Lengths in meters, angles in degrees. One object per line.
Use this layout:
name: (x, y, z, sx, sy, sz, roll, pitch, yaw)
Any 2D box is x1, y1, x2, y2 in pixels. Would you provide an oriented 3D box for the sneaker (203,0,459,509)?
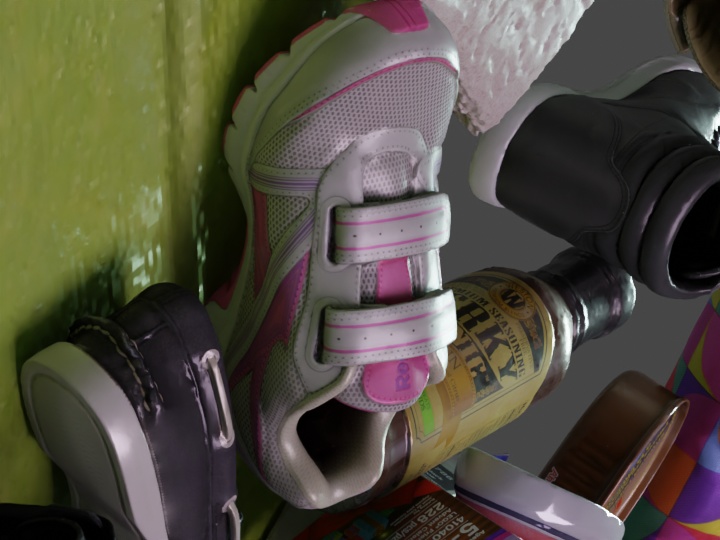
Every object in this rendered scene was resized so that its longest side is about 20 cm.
sneaker: (0.000, 0.000, 0.941, 0.081, 0.088, 0.201, -14, 135, -32)

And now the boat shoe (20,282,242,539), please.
boat shoe: (-0.070, 0.083, 0.965, 0.060, 0.074, 0.201, -37, 142, -24)

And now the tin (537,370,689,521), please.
tin: (0.091, 0.137, 1.340, 0.201, 0.042, 0.112, -55, 162, -8)

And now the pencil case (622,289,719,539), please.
pencil case: (0.198, 0.062, 1.410, 0.088, 0.088, 0.201, -11, 131, -57)

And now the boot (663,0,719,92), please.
boot: (0.193, -0.103, 1.100, 0.154, 0.072, 0.201, -36, 131, -31)

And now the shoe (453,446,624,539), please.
shoe: (0.065, 0.139, 1.169, 0.091, 0.071, 0.200, -63, 164, -8)

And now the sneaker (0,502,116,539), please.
sneaker: (-0.076, 0.138, 0.907, 0.071, 0.199, 0.100, -101, -151, -61)

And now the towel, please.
towel: (0.053, -0.135, 0.956, 0.133, 0.034, 0.200, -51, 156, -6)

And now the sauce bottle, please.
sauce bottle: (0.042, 0.035, 1.116, 0.200, 0.065, 0.065, -28, 145, -48)

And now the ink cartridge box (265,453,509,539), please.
ink cartridge box: (0.015, 0.130, 1.216, 0.100, 0.039, 0.200, -62, 156, 12)

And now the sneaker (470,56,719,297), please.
sneaker: (0.132, -0.034, 1.128, 0.200, 0.099, 0.071, -12, 130, -58)

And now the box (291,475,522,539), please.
box: (-0.023, 0.163, 1.037, 0.200, 0.137, 0.039, -38, 119, -15)
